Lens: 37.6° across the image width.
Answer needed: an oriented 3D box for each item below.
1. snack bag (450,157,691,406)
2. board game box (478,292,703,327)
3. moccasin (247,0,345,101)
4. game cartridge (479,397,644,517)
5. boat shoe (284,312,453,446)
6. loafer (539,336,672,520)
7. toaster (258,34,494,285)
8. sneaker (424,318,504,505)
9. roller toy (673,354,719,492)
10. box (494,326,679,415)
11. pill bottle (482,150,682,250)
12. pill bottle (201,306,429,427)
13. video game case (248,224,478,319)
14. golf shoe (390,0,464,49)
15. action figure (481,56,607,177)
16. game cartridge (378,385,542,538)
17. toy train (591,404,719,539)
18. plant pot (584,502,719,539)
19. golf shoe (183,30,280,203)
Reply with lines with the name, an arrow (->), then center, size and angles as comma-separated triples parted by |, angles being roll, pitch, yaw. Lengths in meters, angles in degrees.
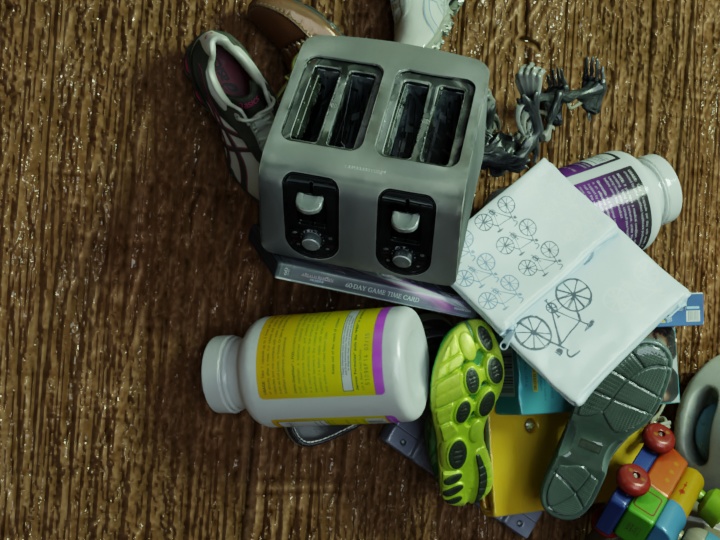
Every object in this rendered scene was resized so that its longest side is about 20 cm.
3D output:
snack bag -> 0.187, 0.008, 0.990 | 0.188, 0.021, 0.200 | -37, 75, -27
board game box -> 0.232, 0.041, 1.099 | 0.198, 0.135, 0.035 | -1, 90, -20
moccasin -> -0.039, -0.186, 1.041 | 0.078, 0.073, 0.202 | -50, 114, -21
game cartridge -> 0.212, 0.159, 1.116 | 0.198, 0.032, 0.178 | -1, 85, -26
boat shoe -> 0.012, 0.109, 1.046 | 0.199, 0.065, 0.072 | -30, 96, -6
loafer -> 0.232, 0.146, 1.035 | 0.071, 0.063, 0.201 | 28, 103, -2
toaster -> 0.020, -0.103, 0.933 | 0.179, 0.119, 0.201 | 11, 56, 7
sneaker -> 0.089, 0.132, 1.018 | 0.073, 0.084, 0.202 | -8, 120, -17
roller toy -> 0.447, 0.182, 1.172 | 0.200, 0.139, 0.183 | -37, 110, -22
box -> 0.233, 0.102, 1.087 | 0.198, 0.049, 0.083 | -1, 85, -24
pill bottle -> 0.234, -0.057, 1.111 | 0.199, 0.112, 0.113 | -19, 96, -18
pill bottle -> -0.042, 0.091, 0.978 | 0.198, 0.104, 0.105 | -5, 92, 18
video game case -> 0.000, 0.000, 1.013 | 0.198, 0.143, 0.019 | 13, 102, -19
golf shoe -> 0.052, -0.268, 1.066 | 0.097, 0.078, 0.201 | 32, 63, -9
action figure -> 0.156, -0.159, 1.077 | 0.199, 0.118, 0.103 | -32, 112, -33
game cartridge -> 0.131, 0.176, 1.117 | 0.199, 0.038, 0.130 | 36, 83, -16
toy train -> 0.325, 0.212, 1.069 | 0.115, 0.085, 0.200 | 32, 42, 18
plant pot -> 0.321, 0.357, 1.068 | 0.198, 0.174, 0.202 | 3, 111, 8
golf shoe -> -0.102, -0.134, 1.004 | 0.077, 0.088, 0.201 | -35, 101, -8
